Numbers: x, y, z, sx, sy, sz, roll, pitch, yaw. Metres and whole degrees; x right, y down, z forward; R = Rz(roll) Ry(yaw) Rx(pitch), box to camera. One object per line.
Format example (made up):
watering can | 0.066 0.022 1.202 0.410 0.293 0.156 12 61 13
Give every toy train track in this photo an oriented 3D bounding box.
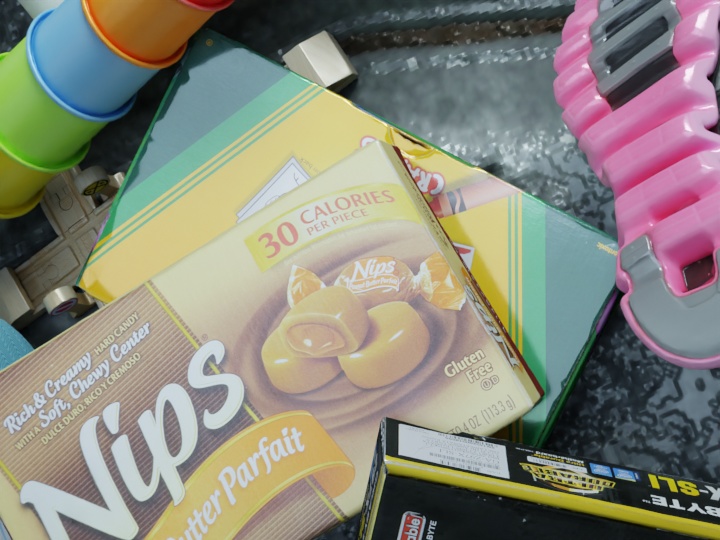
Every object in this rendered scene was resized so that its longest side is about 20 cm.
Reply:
toy train track | -0.089 -0.037 0.878 0.199 0.033 0.115 -36 76 12

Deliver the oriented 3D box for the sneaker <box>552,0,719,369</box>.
sneaker | 0.135 -0.040 0.782 0.079 0.095 0.201 -27 53 32

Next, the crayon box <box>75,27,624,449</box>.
crayon box | 0.000 0.000 0.817 0.199 0.058 0.119 28 94 10

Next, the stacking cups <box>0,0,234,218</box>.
stacking cups | -0.098 -0.092 0.811 0.200 0.060 0.061 -34 75 38

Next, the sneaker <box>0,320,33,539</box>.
sneaker | -0.177 0.130 0.863 0.130 0.079 0.201 -19 81 16

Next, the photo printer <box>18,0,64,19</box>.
photo printer | -0.083 -0.198 0.868 0.199 0.069 0.167 -30 77 15

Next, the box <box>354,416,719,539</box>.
box | 0.064 0.166 0.734 0.158 0.049 0.201 12 108 -4

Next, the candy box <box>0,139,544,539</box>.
candy box | -0.045 0.051 0.766 0.199 0.055 0.116 -31 85 9

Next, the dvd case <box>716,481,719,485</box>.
dvd case | 0.077 0.186 0.811 0.199 0.022 0.147 -23 79 17
